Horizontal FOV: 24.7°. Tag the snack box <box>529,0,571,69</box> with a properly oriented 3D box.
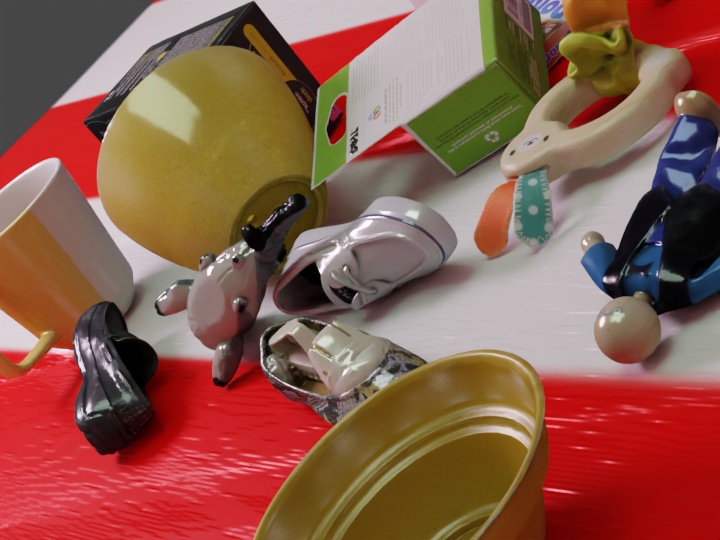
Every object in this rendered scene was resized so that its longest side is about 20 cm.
[{"bbox_3d":[0.139,-0.217,1.475,0.072,0.024,0.200,-45,23,-8],"label":"snack box"}]

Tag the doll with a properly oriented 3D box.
[{"bbox_3d":[0.191,-0.024,1.005,0.136,0.049,0.201,-3,48,42],"label":"doll"}]

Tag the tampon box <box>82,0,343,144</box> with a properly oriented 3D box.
[{"bbox_3d":[-0.148,-0.155,1.652,0.199,0.150,0.127,-10,37,50],"label":"tampon box"}]

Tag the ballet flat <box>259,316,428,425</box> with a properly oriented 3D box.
[{"bbox_3d":[-0.019,0.066,1.146,0.072,0.072,0.200,-47,24,-17],"label":"ballet flat"}]

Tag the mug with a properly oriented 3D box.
[{"bbox_3d":[-0.314,0.009,1.608,0.187,0.153,0.149,-45,23,-12],"label":"mug"}]

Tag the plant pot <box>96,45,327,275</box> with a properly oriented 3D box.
[{"bbox_3d":[-0.108,-0.072,1.427,0.200,0.200,0.142,-43,51,-6],"label":"plant pot"}]

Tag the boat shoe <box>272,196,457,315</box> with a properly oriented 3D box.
[{"bbox_3d":[0.000,0.000,1.252,0.200,0.073,0.066,-23,31,58],"label":"boat shoe"}]

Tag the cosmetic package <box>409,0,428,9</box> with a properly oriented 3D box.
[{"bbox_3d":[0.133,-0.332,1.622,0.200,0.085,0.107,-43,25,-8],"label":"cosmetic package"}]

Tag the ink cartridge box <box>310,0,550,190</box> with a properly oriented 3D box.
[{"bbox_3d":[0.056,-0.145,1.379,0.199,0.076,0.149,-34,34,28],"label":"ink cartridge box"}]

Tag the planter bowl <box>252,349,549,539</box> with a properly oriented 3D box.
[{"bbox_3d":[0.038,0.143,0.892,0.200,0.084,0.201,-33,24,17],"label":"planter bowl"}]

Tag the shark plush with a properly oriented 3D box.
[{"bbox_3d":[-0.095,-0.003,1.310,0.083,0.091,0.201,-29,-29,-41],"label":"shark plush"}]

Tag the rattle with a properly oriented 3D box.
[{"bbox_3d":[0.132,-0.127,1.181,0.199,0.143,0.130,-38,40,-11],"label":"rattle"}]

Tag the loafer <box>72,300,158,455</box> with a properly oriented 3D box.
[{"bbox_3d":[-0.206,0.084,1.419,0.070,0.068,0.201,-29,29,6],"label":"loafer"}]
